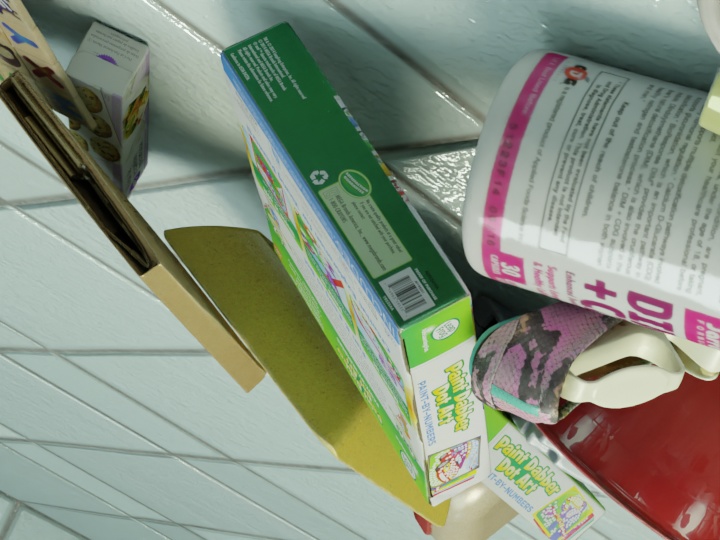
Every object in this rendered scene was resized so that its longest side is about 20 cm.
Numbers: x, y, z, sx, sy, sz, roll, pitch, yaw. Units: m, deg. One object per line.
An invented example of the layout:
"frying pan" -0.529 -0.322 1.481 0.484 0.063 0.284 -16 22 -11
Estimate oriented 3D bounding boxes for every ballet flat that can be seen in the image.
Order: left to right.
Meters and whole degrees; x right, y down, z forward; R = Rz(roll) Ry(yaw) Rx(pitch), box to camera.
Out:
"ballet flat" 0.142 0.032 0.976 0.071 0.199 0.069 37 134 33

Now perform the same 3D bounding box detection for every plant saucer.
"plant saucer" -0.019 0.058 1.252 0.200 0.048 0.200 49 -176 30

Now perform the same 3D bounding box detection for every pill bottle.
"pill bottle" 0.157 -0.025 0.903 0.199 0.114 0.113 17 161 19

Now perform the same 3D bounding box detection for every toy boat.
"toy boat" 0.079 0.123 1.456 0.131 0.130 0.200 51 168 16

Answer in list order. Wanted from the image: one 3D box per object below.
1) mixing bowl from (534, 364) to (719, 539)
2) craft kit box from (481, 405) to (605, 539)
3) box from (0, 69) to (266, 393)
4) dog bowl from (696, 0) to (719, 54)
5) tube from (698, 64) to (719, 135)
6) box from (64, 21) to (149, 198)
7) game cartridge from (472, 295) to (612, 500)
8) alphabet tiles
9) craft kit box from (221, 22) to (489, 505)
"mixing bowl" 0.194 0.076 1.094 0.200 0.109 0.200 33 -166 -9
"craft kit box" 0.053 0.068 1.262 0.200 0.049 0.198 43 -177 -44
"box" -0.135 -0.018 1.180 0.164 0.021 0.200 50 176 26
"dog bowl" 0.214 -0.100 0.713 0.199 0.059 0.200 21 161 8
"tube" 0.242 -0.044 0.820 0.199 0.052 0.058 24 125 11
"box" -0.158 -0.094 1.227 0.041 0.039 0.200 26 162 1
"game cartridge" 0.142 0.090 1.239 0.133 0.041 0.200 35 -170 -21
"alphabet tiles" -0.247 -0.168 1.122 0.167 0.008 0.200 27 161 27
"craft kit box" 0.000 0.000 1.052 0.200 0.048 0.198 58 167 30
